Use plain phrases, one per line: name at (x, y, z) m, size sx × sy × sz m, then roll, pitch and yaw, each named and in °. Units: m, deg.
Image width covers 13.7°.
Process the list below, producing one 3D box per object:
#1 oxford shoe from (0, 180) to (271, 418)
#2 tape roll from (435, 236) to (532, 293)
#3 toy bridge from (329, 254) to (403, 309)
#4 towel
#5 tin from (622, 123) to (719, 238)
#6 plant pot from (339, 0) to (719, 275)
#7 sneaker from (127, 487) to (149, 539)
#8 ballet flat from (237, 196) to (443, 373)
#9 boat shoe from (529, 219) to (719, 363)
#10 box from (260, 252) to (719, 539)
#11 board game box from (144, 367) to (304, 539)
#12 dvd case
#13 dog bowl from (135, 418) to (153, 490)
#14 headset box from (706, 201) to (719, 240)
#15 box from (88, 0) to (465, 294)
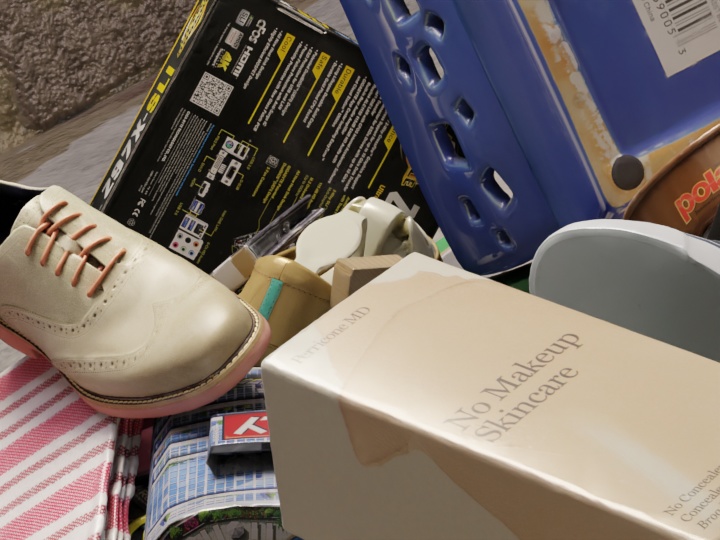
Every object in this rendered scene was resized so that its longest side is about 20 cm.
oxford shoe at (-0.117, 0.008, 1.267) m, size 0.200 × 0.074 × 0.071 m, roll 15°, pitch 58°, yaw 48°
tape roll at (0.106, -0.004, 1.578) m, size 0.200 × 0.048 × 0.200 m, roll -25°, pitch 12°, yaw 6°
toy bridge at (0.060, 0.033, 1.220) m, size 0.067 × 0.027 × 0.200 m, roll -3°, pitch 20°, yaw -28°
towel at (-0.148, 0.108, 1.295) m, size 0.146 × 0.030 × 0.200 m, roll -32°, pitch 33°, yaw 28°
tin at (0.189, -0.035, 1.378) m, size 0.112 × 0.042 × 0.200 m, roll -35°, pitch -15°, yaw 20°
plant pot at (0.119, -0.123, 1.440) m, size 0.200 × 0.200 × 0.180 m, roll -27°, pitch 9°, yaw -13°
sneaker at (-0.069, 0.133, 1.256) m, size 0.074 × 0.085 × 0.200 m, roll -34°, pitch 14°, yaw -31°
ballet flat at (0.000, 0.000, 1.364) m, size 0.069 × 0.063 × 0.200 m, roll 21°, pitch 20°, yaw 13°
boat shoe at (0.168, 0.023, 1.138) m, size 0.200 × 0.071 × 0.091 m, roll 20°, pitch 25°, yaw 21°
box at (0.069, 0.072, 1.052) m, size 0.200 × 0.078 × 0.095 m, roll 20°, pitch 41°, yaw 36°
board game box at (0.014, 0.087, 1.193) m, size 0.200 × 0.062 × 0.200 m, roll 1°, pitch 18°, yaw -3°
dvd case at (-0.107, 0.042, 1.426) m, size 0.200 × 0.016 × 0.149 m, roll -40°, pitch 1°, yaw 15°
dog bowl at (-0.053, 0.082, 1.429) m, size 0.200 × 0.074 × 0.200 m, roll -22°, pitch 7°, yaw 3°
headset box at (0.234, -0.040, 1.250) m, size 0.200 × 0.077 × 0.149 m, roll -27°, pitch -19°, yaw -11°
box at (-0.049, -0.029, 1.530) m, size 0.200 × 0.159 × 0.049 m, roll -62°, pitch 15°, yaw 4°
